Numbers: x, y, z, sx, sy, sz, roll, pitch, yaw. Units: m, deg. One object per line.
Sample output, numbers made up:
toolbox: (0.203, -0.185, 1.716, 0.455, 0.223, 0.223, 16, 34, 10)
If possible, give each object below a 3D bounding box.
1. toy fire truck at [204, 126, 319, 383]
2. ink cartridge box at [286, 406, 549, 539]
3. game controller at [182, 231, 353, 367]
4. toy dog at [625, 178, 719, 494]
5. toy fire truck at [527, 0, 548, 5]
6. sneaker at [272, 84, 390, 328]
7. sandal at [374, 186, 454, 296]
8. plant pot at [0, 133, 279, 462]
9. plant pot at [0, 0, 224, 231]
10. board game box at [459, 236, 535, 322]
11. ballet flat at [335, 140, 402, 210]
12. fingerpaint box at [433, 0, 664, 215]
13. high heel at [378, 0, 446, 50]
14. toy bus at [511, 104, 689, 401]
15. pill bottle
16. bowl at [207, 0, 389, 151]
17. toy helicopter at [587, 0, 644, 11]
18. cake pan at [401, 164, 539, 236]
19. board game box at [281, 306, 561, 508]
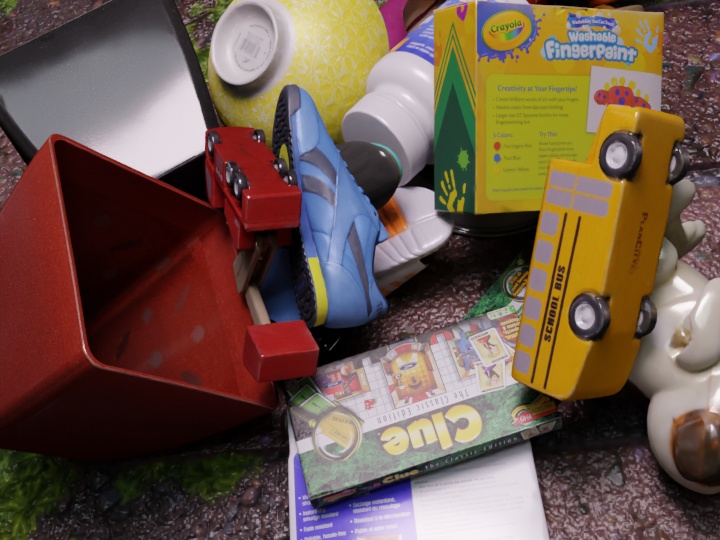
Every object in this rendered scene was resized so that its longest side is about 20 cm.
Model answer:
toy fire truck: (-0.084, -0.020, 0.738, 0.048, 0.143, 0.200, -5, 30, -21)
ink cartridge box: (0.043, 0.187, 0.702, 0.195, 0.044, 0.203, -9, 56, 5)
game controller: (-0.078, 0.011, 0.812, 0.198, 0.042, 0.106, 23, 83, 35)
toy dog: (0.236, 0.065, 0.685, 0.192, 0.140, 0.202, -29, 64, 6)
toy fire truck: (0.209, -0.377, 0.958, 0.111, 0.170, 0.199, -25, 10, -24)
sneaker: (-0.024, -0.054, 0.745, 0.077, 0.066, 0.204, -8, 80, -18)
sandal: (-0.002, -0.007, 0.841, 0.204, 0.059, 0.080, -26, 53, 19)
plant pot: (-0.213, 0.048, 0.741, 0.175, 0.199, 0.202, -33, 58, 23)
plant pot: (-0.216, -0.111, 0.874, 0.198, 0.200, 0.178, -29, 64, -11)
board game box: (0.166, 0.031, 0.800, 0.104, 0.024, 0.200, 34, 67, 26)
ballet flat: (-0.043, -0.068, 0.824, 0.068, 0.069, 0.199, -35, 18, -31)
fingerpaint box: (0.161, -0.138, 0.787, 0.197, 0.170, 0.073, -5, 9, -26)
high heel: (0.073, -0.280, 1.002, 0.095, 0.068, 0.202, -5, 51, 20)
toy bus: (0.166, -0.012, 0.641, 0.064, 0.204, 0.078, 1, 12, -38)
pill bottle: (0.075, -0.171, 0.848, 0.111, 0.113, 0.200, 31, 61, 27)
bowl: (-0.082, -0.206, 0.883, 0.197, 0.107, 0.204, -4, 83, 31)
toy helicopter: (0.188, -0.233, 0.931, 0.197, 0.080, 0.132, -9, 10, 25)
cake pan: (0.129, -0.124, 0.906, 0.197, 0.037, 0.203, -5, 55, 7)
board game box: (0.044, 0.103, 0.711, 0.197, 0.024, 0.106, -18, 58, -2)
